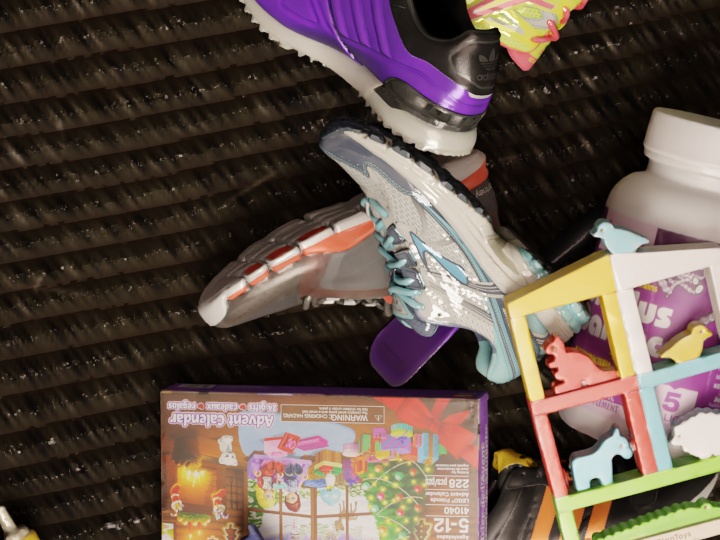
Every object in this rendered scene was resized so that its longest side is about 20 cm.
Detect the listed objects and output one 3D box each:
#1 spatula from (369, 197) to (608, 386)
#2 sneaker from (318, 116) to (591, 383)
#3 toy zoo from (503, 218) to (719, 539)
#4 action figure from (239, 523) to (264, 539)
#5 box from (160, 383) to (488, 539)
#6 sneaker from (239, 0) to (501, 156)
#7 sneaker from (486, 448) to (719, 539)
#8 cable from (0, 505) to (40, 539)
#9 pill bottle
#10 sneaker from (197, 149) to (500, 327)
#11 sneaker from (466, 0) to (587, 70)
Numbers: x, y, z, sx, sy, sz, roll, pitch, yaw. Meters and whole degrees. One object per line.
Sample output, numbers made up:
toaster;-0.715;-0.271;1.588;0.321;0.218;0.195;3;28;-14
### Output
spatula;0.091;0.005;1.656;0.200;0.057;0.021;-31;123;-11
sneaker;0.043;-0.008;1.569;0.200;0.078;0.086;42;95;-16
toy zoo;0.162;0.066;1.562;0.131;0.020;0.200;-15;101;-2
action figure;-0.034;0.252;1.605;0.193;0.105;0.200;-28;79;16
box;-0.022;0.140;1.625;0.199;0.039;0.137;0;95;11
sneaker;0.012;-0.160;1.569;0.200;0.069;0.100;40;122;29
sneaker;0.125;0.142;1.654;0.200;0.070;0.090;-27;100;-2
cable;-0.182;0.240;1.636;0.200;0.050;0.097;43;88;-8
pill bottle;0.194;0.007;1.623;0.112;0.112;0.201;12;98;-7
sneaker;0.000;0.000;1.628;0.200;0.077;0.082;-26;103;-3
sneaker;0.109;-0.171;1.628;0.199;0.078;0.091;-13;96;6
